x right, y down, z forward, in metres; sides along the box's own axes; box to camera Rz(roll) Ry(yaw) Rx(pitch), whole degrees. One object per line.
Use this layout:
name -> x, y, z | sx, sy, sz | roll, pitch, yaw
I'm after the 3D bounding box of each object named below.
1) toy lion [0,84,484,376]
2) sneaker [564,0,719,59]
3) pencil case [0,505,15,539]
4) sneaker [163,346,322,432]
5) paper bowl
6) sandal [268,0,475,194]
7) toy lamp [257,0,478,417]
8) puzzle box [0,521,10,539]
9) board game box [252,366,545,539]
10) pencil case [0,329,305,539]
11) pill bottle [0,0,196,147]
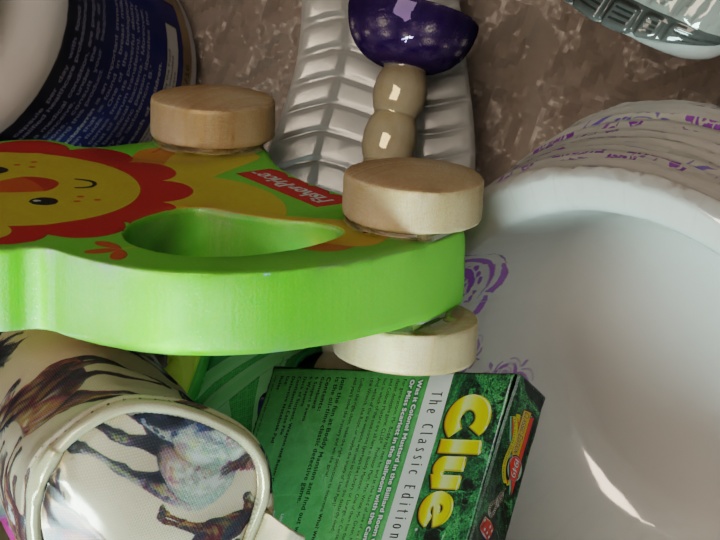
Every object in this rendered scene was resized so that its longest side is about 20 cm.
toy lion -> -0.085, -0.011, 0.773 | 0.199, 0.191, 0.069 | 23, 116, 51
sneaker -> 0.096, -0.135, 0.852 | 0.075, 0.087, 0.200 | -45, 40, 13
pencil case -> -0.136, 0.094, 0.938 | 0.087, 0.087, 0.202 | 1, 83, 18
sneaker -> -0.053, 0.091, 0.896 | 0.083, 0.074, 0.201 | 17, 69, 9
paper bowl -> 0.121, 0.037, 0.823 | 0.200, 0.104, 0.202 | 20, 127, 29
sandal -> 0.007, -0.069, 0.931 | 0.082, 0.050, 0.204 | 6, 81, 2
toy lamp -> 0.000, 0.000, 0.868 | 0.058, 0.058, 0.202 | 8, 83, 18
puzzle box -> -0.151, 0.126, 0.787 | 0.025, 0.133, 0.200 | -48, 47, 13
board game box -> -0.013, 0.125, 0.740 | 0.104, 0.023, 0.201 | -1, 61, 40
pencil case -> -0.090, 0.055, 0.792 | 0.089, 0.200, 0.078 | 38, 90, -23
pill bottle -> -0.149, -0.093, 0.902 | 0.115, 0.200, 0.117 | -2, 83, 17
